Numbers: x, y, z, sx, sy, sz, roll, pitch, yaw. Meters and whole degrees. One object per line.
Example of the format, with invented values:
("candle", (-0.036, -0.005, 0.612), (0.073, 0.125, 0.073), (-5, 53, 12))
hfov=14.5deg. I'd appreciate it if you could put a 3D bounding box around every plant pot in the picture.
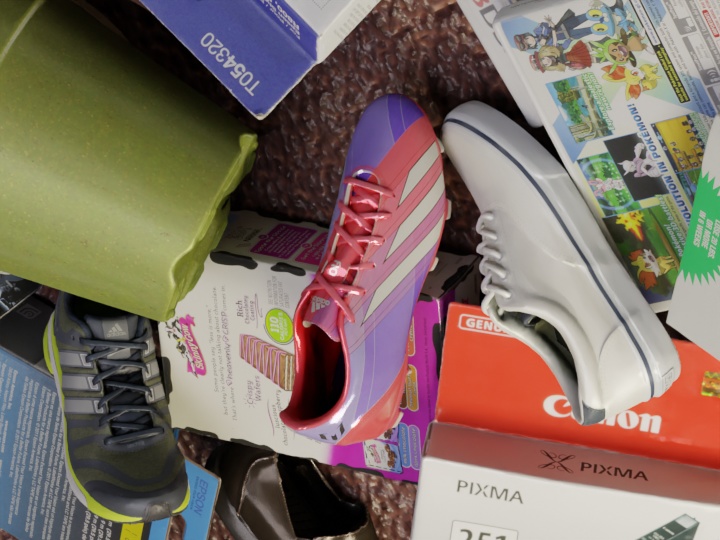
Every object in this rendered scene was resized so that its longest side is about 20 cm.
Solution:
("plant pot", (-0.167, -0.065, 1.622), (0.189, 0.200, 0.200), (26, 128, 1))

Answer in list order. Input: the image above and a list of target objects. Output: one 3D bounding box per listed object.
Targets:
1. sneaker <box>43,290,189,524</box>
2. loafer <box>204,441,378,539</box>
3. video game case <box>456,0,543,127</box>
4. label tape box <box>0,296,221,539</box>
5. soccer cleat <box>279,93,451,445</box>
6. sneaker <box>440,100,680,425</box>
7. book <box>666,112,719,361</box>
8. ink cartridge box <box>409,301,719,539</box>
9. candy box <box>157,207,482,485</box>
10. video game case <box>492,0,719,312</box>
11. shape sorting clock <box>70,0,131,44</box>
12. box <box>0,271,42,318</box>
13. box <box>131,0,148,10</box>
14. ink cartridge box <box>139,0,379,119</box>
("sneaker", (-0.153, 0.071, 1.725), (0.081, 0.074, 0.200), (97, 155, -45))
("loafer", (-0.019, 0.184, 1.774), (0.200, 0.073, 0.071), (51, 132, -3))
("video game case", (0.125, -0.188, 1.506), (0.200, 0.024, 0.182), (-23, 103, 38))
("label tape box", (-0.167, 0.126, 1.833), (0.200, 0.063, 0.145), (28, 128, 19))
("soccer cleat", (0.000, 0.000, 1.585), (0.067, 0.076, 0.201), (14, 98, 39))
("sneaker", (0.096, -0.005, 1.568), (0.200, 0.071, 0.073), (54, 161, 16))
("book", (0.252, 0.017, 1.454), (0.200, 0.048, 0.134), (36, 133, 36))
("ink cartridge box", (0.134, 0.116, 1.625), (0.199, 0.044, 0.174), (9, 124, 4))
("candy box", (-0.024, 0.044, 1.706), (0.199, 0.061, 0.137), (11, 122, 25))
("video game case", (0.190, -0.076, 1.513), (0.182, 0.022, 0.200), (-13, 118, 34))
("shape sorting clock", (-0.197, -0.090, 1.749), (0.199, 0.039, 0.201), (15, 123, 24))
("box", (-0.323, 0.033, 1.798), (0.200, 0.164, 0.086), (-21, 105, 46))
("box", (-0.104, -0.201, 1.590), (0.200, 0.100, 0.075), (30, 128, 15))
("ink cartridge box", (-0.053, -0.218, 1.500), (0.196, 0.043, 0.200), (44, 92, 13))
